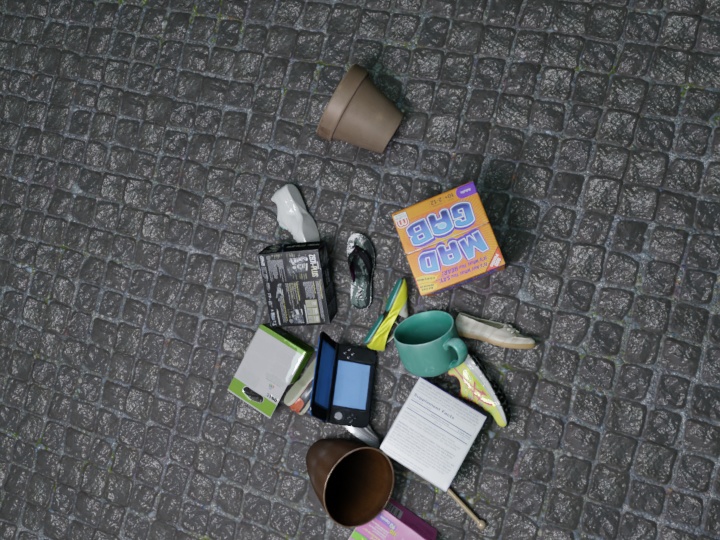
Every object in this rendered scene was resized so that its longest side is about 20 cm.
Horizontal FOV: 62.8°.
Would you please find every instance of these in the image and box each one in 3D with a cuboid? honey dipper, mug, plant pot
[{"bbox_3d":[0.232,0.553,1.446,0.200,0.038,0.038,43,97,12],"label":"honey dipper"},{"bbox_3d":[0.168,0.190,1.408,0.152,0.185,0.115,-18,113,2],"label":"mug"},{"bbox_3d":[-0.049,0.487,1.431,0.186,0.200,0.188,-3,96,-29],"label":"plant pot"},{"bbox_3d":[0.009,-0.387,1.489,0.174,0.200,0.201,32,94,-3],"label":"plant pot"}]

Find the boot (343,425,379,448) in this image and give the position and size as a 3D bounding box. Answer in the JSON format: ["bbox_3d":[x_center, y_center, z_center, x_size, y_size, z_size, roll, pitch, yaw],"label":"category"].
[{"bbox_3d":[-0.010,0.356,1.499,0.200,0.074,0.096,40,83,2],"label":"boot"}]

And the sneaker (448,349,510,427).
[{"bbox_3d":[0.288,0.297,1.435,0.090,0.078,0.200,-37,74,17],"label":"sneaker"}]

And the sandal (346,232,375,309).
[{"bbox_3d":[0.001,0.001,1.526,0.075,0.048,0.201,-5,86,13],"label":"sandal"}]

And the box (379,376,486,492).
[{"bbox_3d":[0.173,0.388,1.416,0.184,0.105,0.200,30,82,13],"label":"box"}]

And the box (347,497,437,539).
[{"bbox_3d":[0.061,0.684,1.449,0.176,0.097,0.200,33,95,13],"label":"box"}]

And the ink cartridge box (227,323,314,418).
[{"bbox_3d":[-0.237,0.260,1.556,0.148,0.076,0.200,30,95,13],"label":"ink cartridge box"}]

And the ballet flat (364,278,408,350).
[{"bbox_3d":[0.082,0.117,1.500,0.067,0.067,0.200,28,97,-8],"label":"ballet flat"}]

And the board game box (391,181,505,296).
[{"bbox_3d":[0.214,-0.066,1.402,0.199,0.200,0.200,-22,82,12],"label":"board game box"}]

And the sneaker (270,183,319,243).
[{"bbox_3d":[-0.178,-0.124,1.574,0.088,0.075,0.201,-27,81,28],"label":"sneaker"}]

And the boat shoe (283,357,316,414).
[{"bbox_3d":[-0.112,0.285,1.530,0.200,0.071,0.063,-49,115,-7],"label":"boat shoe"}]

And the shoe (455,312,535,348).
[{"bbox_3d":[0.325,0.148,1.430,0.199,0.070,0.054,12,98,16],"label":"shoe"}]

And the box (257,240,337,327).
[{"bbox_3d":[-0.159,0.035,1.512,0.163,0.086,0.201,-5,107,14],"label":"box"}]

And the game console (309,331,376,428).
[{"bbox_3d":[-0.039,0.267,1.429,0.170,0.118,0.201,11,69,-12],"label":"game console"}]
